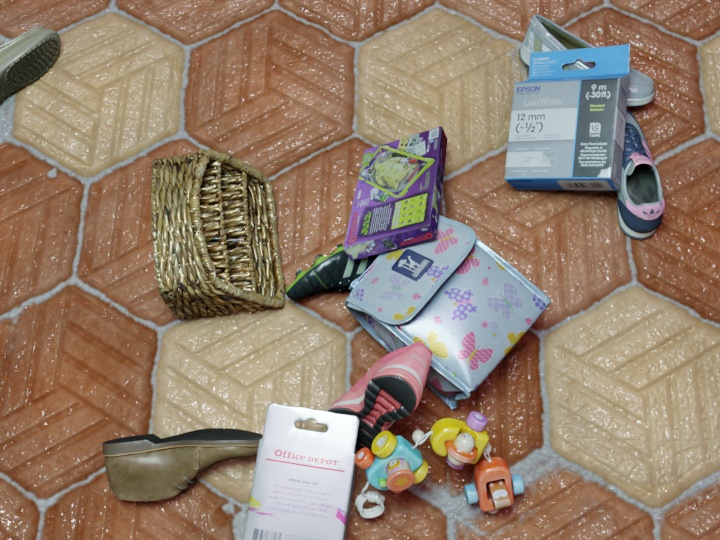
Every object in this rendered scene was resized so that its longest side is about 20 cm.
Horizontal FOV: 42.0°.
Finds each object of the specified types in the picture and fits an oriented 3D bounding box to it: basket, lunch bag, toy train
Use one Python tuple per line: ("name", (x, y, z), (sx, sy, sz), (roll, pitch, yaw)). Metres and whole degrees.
("basket", (-0.184, -0.053, 1.205), (0.148, 0.143, 0.201), (-7, 68, 0))
("lunch bag", (0.101, 0.041, 1.158), (0.200, 0.127, 0.170), (42, 73, 9))
("toy train", (0.093, 0.241, 1.070), (0.199, 0.151, 0.056), (-8, 27, -6))

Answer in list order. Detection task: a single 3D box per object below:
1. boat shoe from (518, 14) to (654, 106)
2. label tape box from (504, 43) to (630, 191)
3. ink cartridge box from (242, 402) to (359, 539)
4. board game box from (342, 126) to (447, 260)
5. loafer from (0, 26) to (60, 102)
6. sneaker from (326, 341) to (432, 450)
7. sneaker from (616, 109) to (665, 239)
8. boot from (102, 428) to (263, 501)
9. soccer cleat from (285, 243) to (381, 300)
("boat shoe", (0.320, -0.292, 1.313), (0.202, 0.065, 0.074), (31, 46, 18))
("label tape box", (0.276, -0.209, 1.245), (0.143, 0.066, 0.201), (3, 83, 28))
("ink cartridge box", (-0.067, 0.263, 1.097), (0.115, 0.068, 0.201), (8, 80, 5))
("board game box", (0.048, -0.103, 1.213), (0.120, 0.032, 0.200), (-11, 42, 21))
("loafer", (-0.524, -0.291, 1.349), (0.200, 0.076, 0.068), (-42, 78, -13))
("sneaker", (0.028, 0.148, 1.107), (0.074, 0.200, 0.087), (41, 50, -4))
("sneaker", (0.367, -0.148, 1.254), (0.070, 0.082, 0.201), (-10, 68, -2))
("boot", (-0.210, 0.234, 1.142), (0.199, 0.074, 0.076), (-7, 87, 3))
("soccer cleat", (0.000, 0.000, 1.222), (0.200, 0.068, 0.081), (-27, 82, -9))
